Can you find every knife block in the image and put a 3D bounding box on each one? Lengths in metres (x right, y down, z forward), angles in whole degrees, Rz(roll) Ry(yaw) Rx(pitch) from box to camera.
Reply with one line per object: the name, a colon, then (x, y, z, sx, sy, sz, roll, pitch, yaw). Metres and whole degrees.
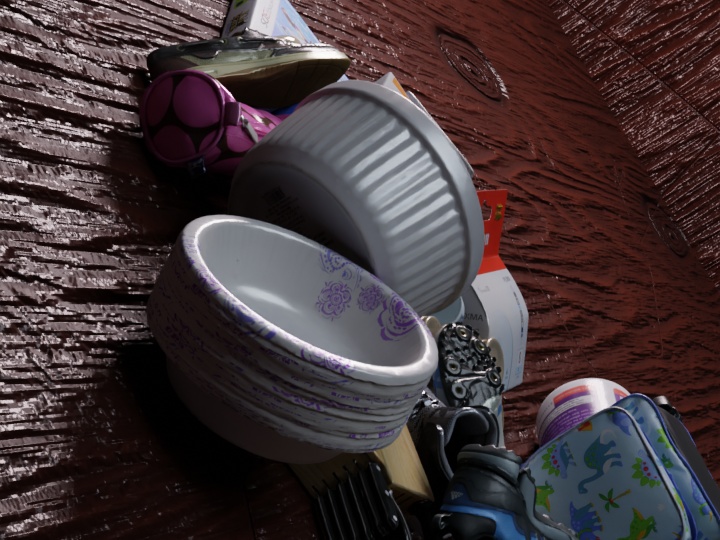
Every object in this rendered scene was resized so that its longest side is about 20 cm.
knife block: (0.013, 0.162, 1.374, 0.176, 0.064, 0.200, 54, 18, -11)

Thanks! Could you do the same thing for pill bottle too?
pill bottle: (0.245, 0.212, 1.822, 0.111, 0.111, 0.200, 47, 21, -28)

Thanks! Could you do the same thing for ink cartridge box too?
ink cartridge box: (0.133, 0.022, 1.778, 0.160, 0.047, 0.201, -10, 107, -70)

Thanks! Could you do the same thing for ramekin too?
ramekin: (-0.012, -0.036, 1.392, 0.105, 0.200, 0.201, -35, 92, -37)

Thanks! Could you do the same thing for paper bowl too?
paper bowl: (-0.054, 0.056, 1.241, 0.200, 0.105, 0.201, 24, 21, -10)

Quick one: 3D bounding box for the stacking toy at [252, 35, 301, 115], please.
stacking toy: (-0.055, -0.111, 1.637, 0.201, 0.085, 0.085, 64, 19, 9)

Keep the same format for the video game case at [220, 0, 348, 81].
video game case: (-0.060, -0.185, 1.797, 0.200, 0.045, 0.182, 51, 20, -21)

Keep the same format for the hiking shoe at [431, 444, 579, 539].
hiking shoe: (0.118, 0.223, 1.369, 0.200, 0.074, 0.087, 51, 58, -27)

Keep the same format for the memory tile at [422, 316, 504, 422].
memory tile: (0.087, 0.127, 1.604, 0.200, 0.017, 0.154, 22, 67, -63)

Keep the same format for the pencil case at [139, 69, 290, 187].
pencil case: (-0.097, -0.107, 1.488, 0.200, 0.093, 0.091, 12, 69, -65)

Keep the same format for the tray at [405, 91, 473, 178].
tray: (0.053, -0.083, 1.778, 0.108, 0.022, 0.200, 51, -24, 17)

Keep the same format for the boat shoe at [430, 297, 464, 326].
boat shoe: (0.023, 0.000, 1.688, 0.200, 0.071, 0.091, 51, -13, 22)

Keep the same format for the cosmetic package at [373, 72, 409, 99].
cosmetic package: (0.024, -0.110, 1.592, 0.102, 0.071, 0.200, 54, 9, -8)

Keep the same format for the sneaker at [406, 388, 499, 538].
sneaker: (0.050, 0.113, 1.447, 0.075, 0.114, 0.201, -21, 79, -32)

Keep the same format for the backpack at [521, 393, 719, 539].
backpack: (0.211, 0.223, 1.570, 0.147, 0.200, 0.184, 30, 28, -54)

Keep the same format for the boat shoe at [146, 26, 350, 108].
boat shoe: (-0.095, -0.180, 1.553, 0.199, 0.073, 0.065, -12, 64, -42)

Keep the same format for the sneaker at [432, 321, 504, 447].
sneaker: (0.090, 0.145, 1.530, 0.072, 0.072, 0.201, -3, 76, -37)
